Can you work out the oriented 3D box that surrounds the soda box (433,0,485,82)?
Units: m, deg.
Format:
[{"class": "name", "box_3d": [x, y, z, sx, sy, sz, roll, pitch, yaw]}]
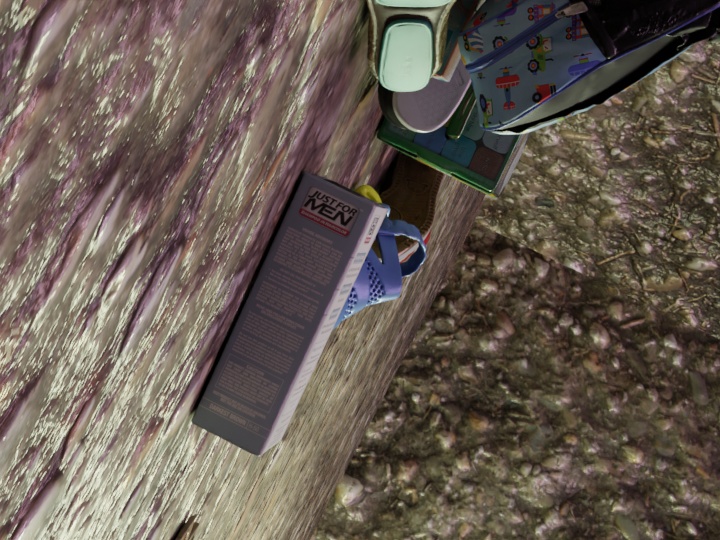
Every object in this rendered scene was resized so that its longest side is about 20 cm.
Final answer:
[{"class": "soda box", "box_3d": [0.077, -0.242, 1.226, 0.201, 0.063, 0.068, -65, 175, 6]}]

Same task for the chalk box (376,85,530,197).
[{"class": "chalk box", "box_3d": [0.096, -0.149, 1.530, 0.125, 0.123, 0.200, -64, 174, 3]}]

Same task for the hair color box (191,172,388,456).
[{"class": "hair color box", "box_3d": [-0.051, 0.031, 1.239, 0.201, 0.060, 0.099, -65, 175, 3]}]

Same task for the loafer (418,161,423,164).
[{"class": "loafer", "box_3d": [0.132, -0.174, 1.682, 0.199, 0.072, 0.063, -25, -166, 32]}]

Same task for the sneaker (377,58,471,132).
[{"class": "sneaker", "box_3d": [0.079, -0.192, 1.332, 0.201, 0.071, 0.099, -53, -167, -11]}]

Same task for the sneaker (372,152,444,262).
[{"class": "sneaker", "box_3d": [0.036, -0.036, 1.727, 0.200, 0.071, 0.113, -62, 171, -51]}]

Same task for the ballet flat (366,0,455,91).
[{"class": "ballet flat", "box_3d": [0.034, -0.194, 1.111, 0.200, 0.070, 0.066, 109, -19, -65]}]

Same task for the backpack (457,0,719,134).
[{"class": "backpack", "box_3d": [0.151, -0.187, 1.162, 0.199, 0.135, 0.183, -30, -171, 17]}]

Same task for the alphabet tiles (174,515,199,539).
[{"class": "alphabet tiles", "box_3d": [-0.190, 0.307, 1.424, 0.200, 0.006, 0.167, -56, 169, -59]}]

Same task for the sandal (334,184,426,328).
[{"class": "sandal", "box_3d": [0.000, 0.000, 1.465, 0.200, 0.087, 0.080, -57, 172, -47]}]
